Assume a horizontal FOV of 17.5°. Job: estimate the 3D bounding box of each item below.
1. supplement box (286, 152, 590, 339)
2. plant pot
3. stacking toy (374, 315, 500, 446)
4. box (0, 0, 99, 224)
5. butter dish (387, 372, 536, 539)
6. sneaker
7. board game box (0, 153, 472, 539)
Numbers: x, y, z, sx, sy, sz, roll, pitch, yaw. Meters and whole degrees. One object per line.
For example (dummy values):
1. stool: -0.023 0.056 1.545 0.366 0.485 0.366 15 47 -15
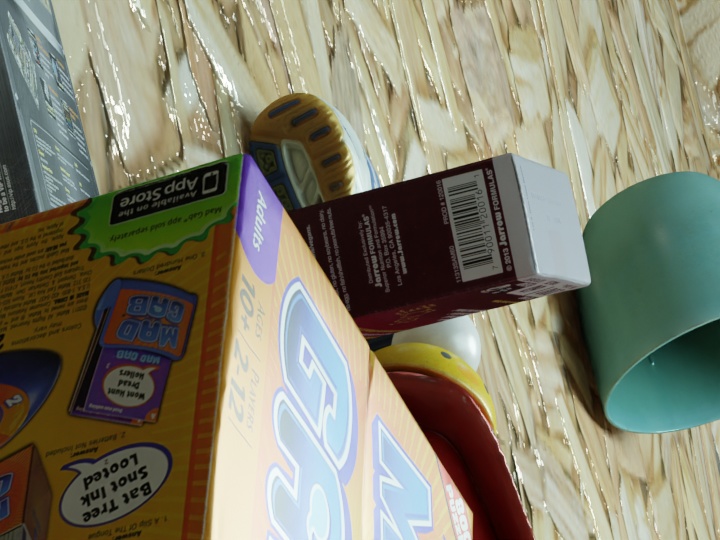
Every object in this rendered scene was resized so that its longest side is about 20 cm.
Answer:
1. supplement box: 0.000 0.000 1.131 0.109 0.199 0.061 8 69 -70
2. plant pot: 0.269 0.017 1.962 0.201 0.200 0.162 43 23 -59
3. stacking toy: 0.023 0.084 1.199 0.201 0.145 0.147 -75 146 -48
4. box: -0.142 -0.058 0.903 0.200 0.048 0.160 78 -3 -86
5. butter dish: -0.024 0.156 1.024 0.148 0.199 0.200 -49 127 -41
6. sneaker: -0.002 -0.002 1.332 0.088 0.075 0.202 13 64 -70
7. board game box: -0.090 0.122 0.763 0.201 0.199 0.200 -87 154 -44
